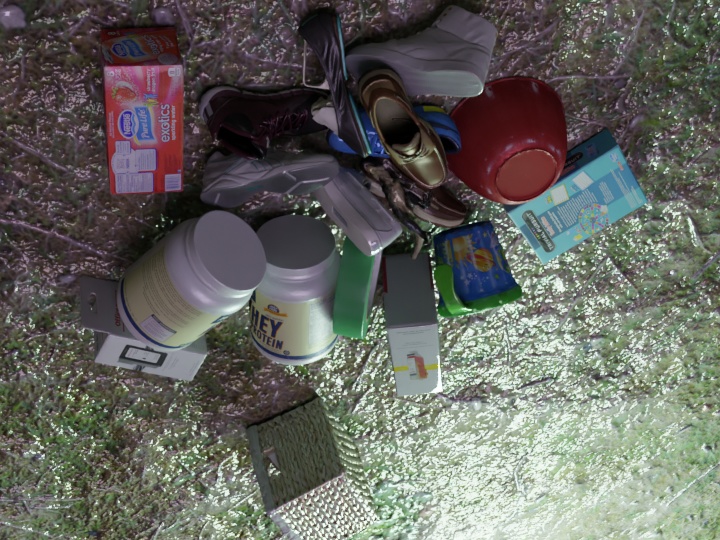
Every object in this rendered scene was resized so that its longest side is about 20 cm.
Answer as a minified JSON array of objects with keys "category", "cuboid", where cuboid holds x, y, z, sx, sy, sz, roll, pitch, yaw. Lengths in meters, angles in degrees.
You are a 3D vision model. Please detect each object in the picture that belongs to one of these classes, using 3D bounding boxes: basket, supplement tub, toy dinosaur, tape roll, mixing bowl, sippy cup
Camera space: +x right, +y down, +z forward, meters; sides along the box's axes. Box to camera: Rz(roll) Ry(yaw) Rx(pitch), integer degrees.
[{"category":"basket","cuboid":[-0.084,0.377,1.916,0.160,0.199,0.201,-26,135,4]},{"category":"supplement tub","cuboid":[-0.101,0.030,1.618,0.144,0.146,0.201,-8,134,-11]},{"category":"toy dinosaur","cuboid":[0.071,-0.084,1.527,0.047,0.088,0.201,-42,128,-19]},{"category":"tape roll","cuboid":[0.000,0.000,1.582,0.048,0.201,0.202,11,132,4]},{"category":"supplement tub","cuboid":[-0.242,0.015,1.514,0.144,0.146,0.199,24,140,-34]},{"category":"mixing bowl","cuboid":[0.228,-0.173,1.561,0.198,0.109,0.201,-10,134,-10]},{"category":"sippy cup","cuboid":[0.175,-0.006,1.671,0.138,0.178,0.132,-15,94,-2]}]

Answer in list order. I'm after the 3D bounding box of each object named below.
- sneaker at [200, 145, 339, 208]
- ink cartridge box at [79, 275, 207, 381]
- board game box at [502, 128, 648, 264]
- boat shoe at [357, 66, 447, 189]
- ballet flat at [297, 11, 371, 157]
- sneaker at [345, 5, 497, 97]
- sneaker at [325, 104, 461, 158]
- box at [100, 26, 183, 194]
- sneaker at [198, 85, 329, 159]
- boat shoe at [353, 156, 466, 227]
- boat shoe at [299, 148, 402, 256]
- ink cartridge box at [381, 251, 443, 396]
[{"category":"sneaker","cuboid":[-0.128,-0.146,1.461,0.198,0.081,0.071,-8,154,10]},{"category":"ink cartridge box","cuboid":[-0.342,0.089,1.614,0.199,0.117,0.068,16,127,-29]},{"category":"board game box","cuboid":[0.343,-0.116,1.695,0.199,0.047,0.151,-31,134,12]},{"category":"boat shoe","cuboid":[0.057,-0.179,1.419,0.075,0.074,0.200,-28,129,15]},{"category":"ballet flat","cuboid":[-0.039,-0.242,1.411,0.068,0.068,0.202,-13,108,4]},{"category":"sneaker","cuboid":[0.086,-0.299,1.420,0.198,0.116,0.074,11,153,20]},{"category":"sneaker","cuboid":[0.052,-0.186,1.492,0.198,0.079,0.066,-7,140,-23]},{"category":"box","cuboid":[-0.283,-0.205,1.369,0.099,0.096,0.201,-5,133,-14]},{"category":"sneaker","cuboid":[-0.116,-0.188,1.426,0.198,0.116,0.076,-2,133,-17]},{"category":"boat shoe","cuboid":[0.088,-0.127,1.581,0.201,0.075,0.075,20,122,-31]},{"category":"boat shoe","cuboid":[-0.014,-0.108,1.492,0.068,0.200,0.072,-29,144,-17]},{"category":"ink cartridge box","cuboid":[0.085,0.089,1.715,0.083,0.146,0.201,-6,142,2]}]
